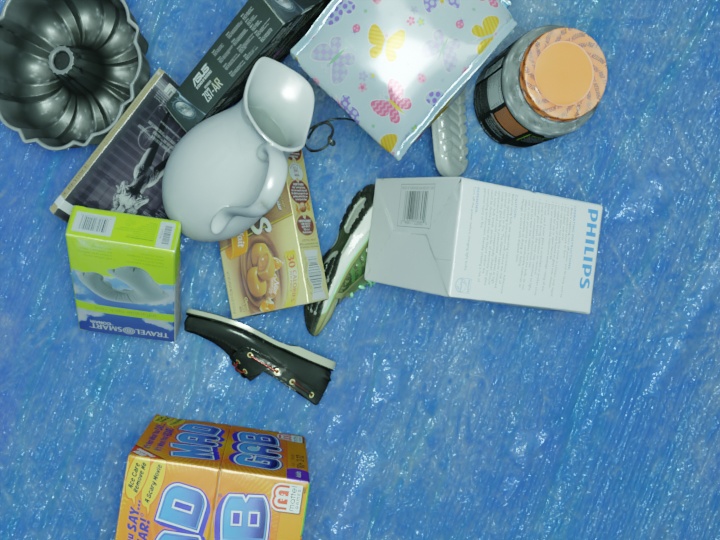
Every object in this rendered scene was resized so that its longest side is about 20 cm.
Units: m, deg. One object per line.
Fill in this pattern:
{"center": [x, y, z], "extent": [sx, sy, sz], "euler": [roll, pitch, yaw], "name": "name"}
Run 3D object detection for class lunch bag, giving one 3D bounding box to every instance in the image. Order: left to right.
{"center": [0.050, -0.251, 0.947], "extent": [0.169, 0.127, 0.201], "euler": [41, 102, -6], "name": "lunch bag"}

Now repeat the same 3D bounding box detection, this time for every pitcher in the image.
{"center": [-0.134, -0.098, 0.930], "extent": [0.120, 0.199, 0.175], "euler": [26, 45, -27], "name": "pitcher"}

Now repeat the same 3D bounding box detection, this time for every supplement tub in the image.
{"center": [0.211, -0.215, 1.037], "extent": [0.119, 0.200, 0.126], "euler": [0, 93, -6], "name": "supplement tub"}

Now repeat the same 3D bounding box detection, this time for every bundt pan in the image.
{"center": [-0.332, -0.238, 1.027], "extent": [0.196, 0.076, 0.208], "euler": [0, 89, 11], "name": "bundt pan"}

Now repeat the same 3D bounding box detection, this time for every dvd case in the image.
{"center": [-0.252, -0.116, 1.034], "extent": [0.016, 0.149, 0.201], "euler": [36, 87, 33], "name": "dvd case"}

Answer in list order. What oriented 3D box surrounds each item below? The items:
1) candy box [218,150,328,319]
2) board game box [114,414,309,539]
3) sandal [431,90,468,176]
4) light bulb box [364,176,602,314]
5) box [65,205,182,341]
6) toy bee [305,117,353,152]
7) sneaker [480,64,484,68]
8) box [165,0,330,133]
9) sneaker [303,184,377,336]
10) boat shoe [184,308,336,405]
{"center": [-0.114, -0.053, 1.052], "extent": [0.113, 0.055, 0.205], "euler": [-11, 88, 27], "name": "candy box"}
{"center": [-0.171, 0.302, 1.020], "extent": [0.195, 0.200, 0.205], "euler": [9, 92, -5], "name": "board game box"}
{"center": [0.096, -0.219, 1.098], "extent": [0.049, 0.082, 0.208], "euler": [-4, 85, 37], "name": "sandal"}
{"center": [0.137, -0.030, 1.013], "extent": [0.196, 0.197, 0.128], "euler": [7, 92, -28], "name": "light bulb box"}
{"center": [-0.267, 0.015, 1.008], "extent": [0.119, 0.202, 0.048], "euler": [8, 51, -5], "name": "box"}
{"center": [0.022, -0.221, 1.074], "extent": [0.199, 0.108, 0.133], "euler": [-37, 55, 18], "name": "toy bee"}
{"center": [0.127, -0.303, 1.011], "extent": [0.094, 0.201, 0.080], "euler": [14, 64, 29], "name": "sneaker"}
{"center": [-0.112, -0.250, 0.971], "extent": [0.044, 0.160, 0.199], "euler": [48, 131, -6], "name": "box"}
{"center": [0.000, 0.000, 1.096], "extent": [0.087, 0.077, 0.203], "euler": [28, 94, -24], "name": "sneaker"}
{"center": [-0.128, 0.104, 1.079], "extent": [0.198, 0.074, 0.064], "euler": [25, 82, -11], "name": "boat shoe"}
